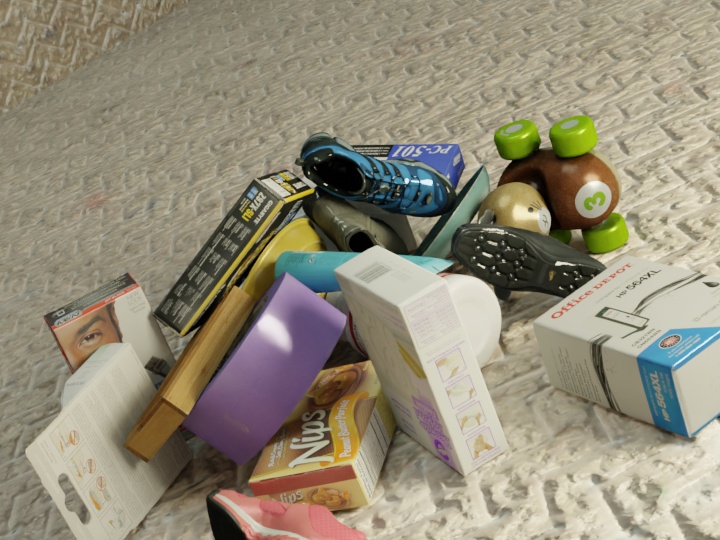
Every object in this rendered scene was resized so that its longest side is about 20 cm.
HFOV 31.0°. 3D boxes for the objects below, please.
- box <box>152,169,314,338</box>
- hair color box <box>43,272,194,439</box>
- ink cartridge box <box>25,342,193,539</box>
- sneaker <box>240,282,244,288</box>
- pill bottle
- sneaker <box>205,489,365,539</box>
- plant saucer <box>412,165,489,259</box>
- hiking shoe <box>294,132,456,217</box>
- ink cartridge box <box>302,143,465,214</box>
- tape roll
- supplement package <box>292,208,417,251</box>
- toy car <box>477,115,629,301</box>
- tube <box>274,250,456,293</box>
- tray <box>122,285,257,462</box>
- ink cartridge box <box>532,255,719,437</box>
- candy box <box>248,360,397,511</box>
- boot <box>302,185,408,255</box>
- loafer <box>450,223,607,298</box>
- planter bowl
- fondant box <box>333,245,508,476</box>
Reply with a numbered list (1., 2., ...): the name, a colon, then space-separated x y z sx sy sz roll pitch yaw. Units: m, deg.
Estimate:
1. box: -0.144 -0.024 1.502 0.200 0.049 0.160 -52 -1 12
2. hair color box: -0.269 0.118 1.492 0.111 0.200 0.064 -28 24 -14
3. ink cartridge box: -0.275 0.195 1.377 0.050 0.161 0.200 -11 25 34
4. sneaker: -0.123 0.019 1.649 0.078 0.200 0.099 20 54 10
5. pill bottle: 0.053 0.053 1.470 0.112 0.112 0.200 -37 28 -31
6. sneaker: -0.070 0.251 1.225 0.087 0.074 0.200 -21 23 -35
7. plant saucer: 0.104 -0.044 1.625 0.200 0.027 0.200 -54 1 1
8. hiking shoe: 0.018 -0.101 1.563 0.200 0.074 0.087 16 24 -2
9. ink cartridge box: 0.027 -0.119 1.680 0.200 0.044 0.094 2 45 25
10. tape roll: -0.106 0.105 1.405 0.200 0.085 0.200 -53 8 10
11. supplement package: -0.042 -0.058 1.784 0.200 0.117 0.117 -23 24 -3
12. toy car: 0.202 -0.062 1.530 0.158 0.164 0.200 1 34 42
13. tube: 0.000 0.000 1.431 0.200 0.050 0.077 -2 18 32
14. tray: -0.184 0.109 1.414 0.099 0.037 0.200 -49 9 38
15. ink cartridge box: 0.289 0.068 1.270 0.146 0.084 0.200 -33 26 -24
16. candy box: -0.030 0.172 1.353 0.115 0.055 0.200 -14 24 21
17. boot: 0.015 -0.021 1.609 0.068 0.200 0.131 -48 47 7
18. loafer: 0.184 -0.011 1.448 0.200 0.068 0.070 15 14 -24
19. planter bowl: -0.074 0.044 1.571 0.083 0.201 0.200 26 43 17
20. fondant box: 0.059 0.087 1.279 0.058 0.200 0.144 -30 25 -16
